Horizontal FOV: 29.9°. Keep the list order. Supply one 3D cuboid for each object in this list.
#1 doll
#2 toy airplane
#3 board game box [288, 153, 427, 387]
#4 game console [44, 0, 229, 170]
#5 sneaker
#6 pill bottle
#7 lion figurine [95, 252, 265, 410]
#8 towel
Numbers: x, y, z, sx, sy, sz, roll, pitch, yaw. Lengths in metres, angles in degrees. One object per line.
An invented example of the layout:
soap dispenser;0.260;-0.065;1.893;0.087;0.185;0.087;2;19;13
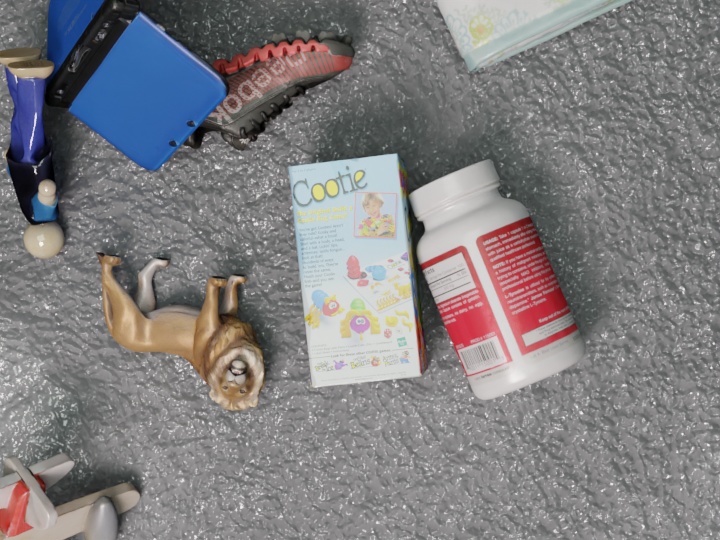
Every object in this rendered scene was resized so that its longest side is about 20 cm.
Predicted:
doll;-0.311;-0.103;1.283;0.048;0.136;0.201;-12;119;-26
toy airplane;-0.312;0.258;1.243;0.199;0.199;0.142;-30;77;4
board game box;0.000;0.000;1.255;0.104;0.103;0.202;-6;90;6
game console;-0.210;-0.213;1.255;0.118;0.200;0.172;9;66;-29
sneaker;-0.096;-0.168;1.282;0.199;0.071;0.099;-13;88;8
pill bottle;0.120;0.007;1.238;0.112;0.112;0.201;-23;88;6
lion figurine;-0.177;0.056;1.301;0.199;0.072;0.123;14;99;20
towel;0.158;-0.304;1.268;0.199;0.048;0.172;-25;84;6
